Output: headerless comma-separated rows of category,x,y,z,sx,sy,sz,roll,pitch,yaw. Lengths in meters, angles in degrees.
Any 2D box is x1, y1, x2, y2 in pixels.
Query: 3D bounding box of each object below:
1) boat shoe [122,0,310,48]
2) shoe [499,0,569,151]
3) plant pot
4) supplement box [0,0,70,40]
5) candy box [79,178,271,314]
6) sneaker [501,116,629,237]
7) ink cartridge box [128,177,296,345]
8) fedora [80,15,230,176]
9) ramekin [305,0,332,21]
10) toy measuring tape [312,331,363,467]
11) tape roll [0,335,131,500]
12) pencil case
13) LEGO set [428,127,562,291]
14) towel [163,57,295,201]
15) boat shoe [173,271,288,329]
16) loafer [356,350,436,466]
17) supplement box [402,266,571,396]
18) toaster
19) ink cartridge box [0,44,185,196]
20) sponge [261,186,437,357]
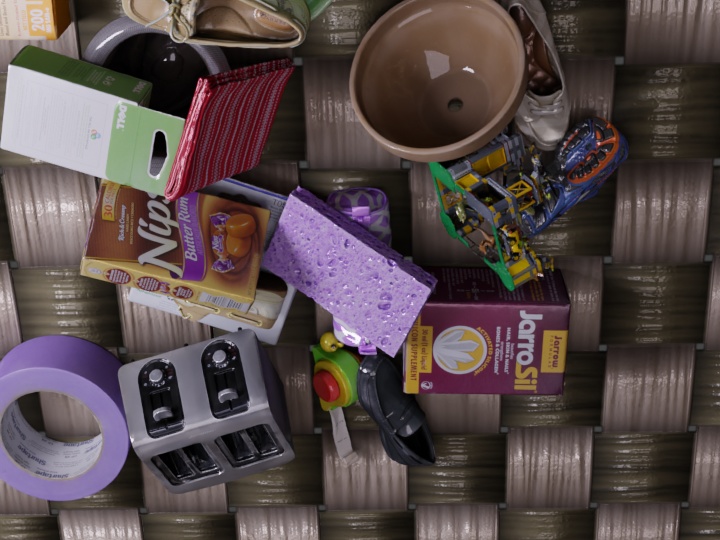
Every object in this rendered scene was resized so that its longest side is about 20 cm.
boat shoe,-0.151,-0.270,1.352,0.198,0.063,0.074,5,118,-1
shoe,0.195,-0.223,1.481,0.069,0.054,0.202,-14,115,9
plant pot,0.095,-0.203,1.450,0.199,0.202,0.093,-22,155,12
supplement box,-0.429,-0.323,1.437,0.198,0.074,0.127,0,116,2
candy box,-0.211,-0.032,1.495,0.198,0.118,0.057,13,156,-10
sneaker,0.240,-0.097,1.531,0.078,0.076,0.200,7,143,-47
ink cartridge box,-0.165,-0.026,1.595,0.198,0.041,0.201,18,115,-7
fedora,-0.227,-0.211,1.477,0.175,0.091,0.201,19,122,-6
ramekin,-0.106,-0.362,1.396,0.198,0.098,0.202,0,117,1
toy measuring tape,-0.017,0.171,1.668,0.073,0.074,0.202,-9,113,6
tape roll,-0.390,0.191,1.684,0.198,0.085,0.202,1,116,2
pencil case,0.000,0.000,1.579,0.083,0.086,0.202,-3,115,4
LEGO set,0.170,-0.084,1.484,0.115,0.200,0.155,-28,120,-12
towel,-0.142,-0.158,1.447,0.022,0.200,0.146,29,115,15
boat shoe,-0.189,0.028,1.558,0.198,0.074,0.067,13,110,-4
loafer,0.049,0.177,1.648,0.070,0.068,0.201,13,143,33
supplement box,0.151,0.075,1.601,0.198,0.103,0.132,0,115,1
toaster,-0.186,0.179,1.620,0.179,0.120,0.200,-15,149,2
ink cartridge box,-0.286,-0.162,1.423,0.198,0.059,0.105,17,122,0
sponge,-0.016,0.001,1.520,0.199,0.030,0.112,34,125,8
